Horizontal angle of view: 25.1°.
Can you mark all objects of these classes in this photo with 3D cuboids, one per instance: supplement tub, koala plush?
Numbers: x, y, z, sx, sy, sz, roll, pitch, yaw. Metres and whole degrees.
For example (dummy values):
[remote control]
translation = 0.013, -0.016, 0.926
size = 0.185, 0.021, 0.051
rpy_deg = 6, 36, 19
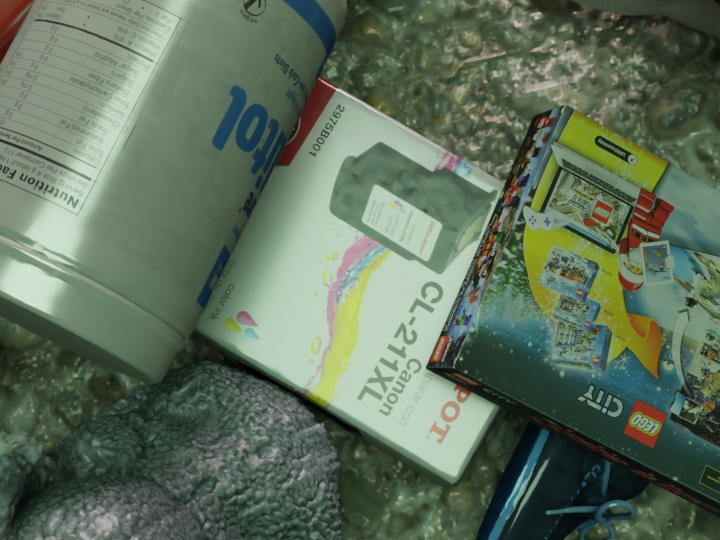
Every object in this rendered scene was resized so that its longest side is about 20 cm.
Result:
[supplement tub]
translation = -0.102, -0.065, 0.731
size = 0.132, 0.132, 0.200
rpy_deg = 24, 80, 5
[koala plush]
translation = -0.109, 0.132, 0.736
size = 0.184, 0.200, 0.178
rpy_deg = -39, 82, 14

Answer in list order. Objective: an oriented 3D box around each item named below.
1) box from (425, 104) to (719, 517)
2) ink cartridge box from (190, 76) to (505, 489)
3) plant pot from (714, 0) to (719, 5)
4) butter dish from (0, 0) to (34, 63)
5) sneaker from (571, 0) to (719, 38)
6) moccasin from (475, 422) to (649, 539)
[box]
translation = 0.147, 0.028, 0.781
size = 0.200, 0.038, 0.137
rpy_deg = 27, 79, -14
[ink cartridge box]
translation = 0.000, 0.000, 0.833
size = 0.200, 0.083, 0.146
rpy_deg = 30, 82, 6
[plant pot]
translation = 0.196, -0.250, 0.750
size = 0.176, 0.200, 0.200
rpy_deg = 25, 45, -9
[butter dish]
translation = -0.194, -0.190, 0.834
size = 0.200, 0.148, 0.200
rpy_deg = 42, 84, 7
[sneaker]
translation = 0.158, -0.182, 0.846
size = 0.199, 0.075, 0.089
rpy_deg = 14, 69, -28
[moccasin]
translation = 0.119, 0.093, 0.819
size = 0.068, 0.080, 0.200
rpy_deg = 30, 84, 1
